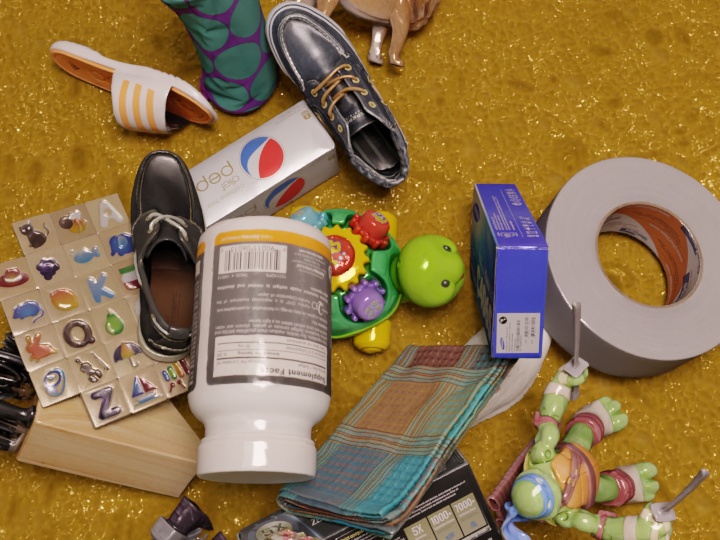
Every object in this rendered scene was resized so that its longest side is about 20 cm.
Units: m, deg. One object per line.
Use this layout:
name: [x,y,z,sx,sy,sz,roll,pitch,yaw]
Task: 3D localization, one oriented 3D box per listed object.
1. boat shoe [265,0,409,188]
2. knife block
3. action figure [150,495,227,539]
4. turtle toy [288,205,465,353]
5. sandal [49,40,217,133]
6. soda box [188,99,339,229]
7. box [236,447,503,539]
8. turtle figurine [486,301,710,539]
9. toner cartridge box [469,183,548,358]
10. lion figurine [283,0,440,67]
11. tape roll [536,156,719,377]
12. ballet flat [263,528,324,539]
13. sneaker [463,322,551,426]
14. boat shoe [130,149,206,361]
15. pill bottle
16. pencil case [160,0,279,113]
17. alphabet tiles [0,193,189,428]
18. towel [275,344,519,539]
boat shoe: [-0.016,-0.171,0.843,0.071,0.091,0.201,-37,110,9]
knife block: [-0.260,0.140,0.768,0.200,0.064,0.175,48,38,13]
action figure: [-0.199,0.294,0.753,0.199,0.070,0.130,-38,52,-20]
turtle toy: [0.000,0.000,0.833,0.198,0.101,0.147,3,73,3]
sandal: [-0.244,-0.177,0.912,0.205,0.079,0.060,21,76,16]
soda box: [-0.120,-0.084,0.879,0.199,0.068,0.064,-34,75,-8]
box: [0.021,0.256,0.729,0.199,0.086,0.165,-27,104,-6]
turtle figurine: [0.212,0.148,0.722,0.143,0.193,0.201,31,102,27]
toner cartridge box: [0.127,-0.007,0.773,0.043,0.200,0.096,1,109,2]
lion figurine: [0.001,-0.285,0.905,0.199,0.072,0.124,6,101,-36]
tape roll: [0.259,-0.004,0.827,0.198,0.066,0.202,4,68,-9]
ballet flat: [-0.001,0.255,0.654,0.064,0.075,0.201,-43,111,-33]
sneaker: [0.106,0.104,0.811,0.200,0.081,0.076,-41,75,-12]
boat shoe: [-0.169,-0.024,0.786,0.071,0.068,0.202,0,67,-17]
pill bottle: [-0.081,0.067,0.714,0.115,0.117,0.202,0,71,1]
pencil case: [-0.138,-0.238,0.857,0.092,0.200,0.086,-21,67,-2]
alphabet tiles: [-0.227,0.031,0.783,0.165,0.006,0.201,-21,77,-26]
towel: [0.031,0.129,0.726,0.200,0.146,0.022,-47,115,-33]
